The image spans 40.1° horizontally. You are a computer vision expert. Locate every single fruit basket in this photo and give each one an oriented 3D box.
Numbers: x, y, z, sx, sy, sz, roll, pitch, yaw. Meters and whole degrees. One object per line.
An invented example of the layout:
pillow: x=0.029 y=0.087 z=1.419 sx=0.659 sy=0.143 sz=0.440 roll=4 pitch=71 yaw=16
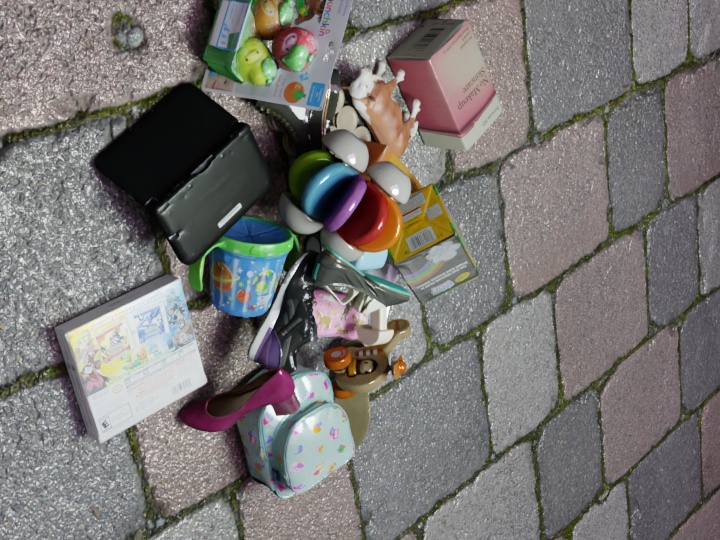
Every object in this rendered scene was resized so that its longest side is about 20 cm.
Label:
fruit basket: x=-0.124 y=-0.336 z=1.439 sx=0.094 sy=0.199 sz=0.187 roll=34 pitch=71 yaw=-64

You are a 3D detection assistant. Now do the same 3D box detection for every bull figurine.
bull figurine: x=0.040 y=-0.287 z=1.713 sx=0.122 sy=0.065 sz=0.201 roll=-55 pitch=138 yaw=-27

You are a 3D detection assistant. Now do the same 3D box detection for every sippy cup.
sippy cup: x=-0.178 y=-0.003 z=1.538 sx=0.176 sy=0.140 sz=0.131 roll=6 pitch=110 yaw=-11

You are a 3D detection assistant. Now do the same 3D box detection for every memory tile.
memory tile: x=-0.067 y=-0.237 z=1.659 sx=0.154 sy=0.017 sz=0.200 roll=-53 pitch=132 yaw=-21

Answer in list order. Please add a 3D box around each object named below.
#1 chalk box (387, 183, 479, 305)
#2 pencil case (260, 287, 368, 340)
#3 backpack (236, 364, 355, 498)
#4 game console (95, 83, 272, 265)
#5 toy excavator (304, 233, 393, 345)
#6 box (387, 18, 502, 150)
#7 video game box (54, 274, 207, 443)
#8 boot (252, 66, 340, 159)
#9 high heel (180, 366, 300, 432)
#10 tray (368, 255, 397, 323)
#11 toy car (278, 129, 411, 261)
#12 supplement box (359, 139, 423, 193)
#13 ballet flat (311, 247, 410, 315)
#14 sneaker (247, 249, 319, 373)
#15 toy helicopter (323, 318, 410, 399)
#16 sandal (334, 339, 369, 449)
chalk box: x=0.125 y=-0.035 z=1.752 sx=0.124 sy=0.124 sz=0.200 roll=-26 pitch=146 yaw=7
pencil case: x=-0.075 y=0.076 z=1.684 sx=0.199 sy=0.082 sz=0.087 roll=5 pitch=100 yaw=-46
backpack: x=-0.111 y=0.260 z=1.651 sx=0.175 sy=0.153 sz=0.201 roll=-29 pitch=112 yaw=-31
game console: x=-0.252 y=-0.142 z=1.447 sx=0.200 sy=0.116 sz=0.177 roll=-47 pitch=137 yaw=-25
toy excavator: x=0.000 y=0.000 z=1.663 sx=0.099 sy=0.200 sz=0.196 roll=-4 pitch=125 yaw=-44
box: x=0.156 y=-0.336 z=1.787 sx=0.128 sy=0.108 sz=0.201 roll=-48 pitch=129 yaw=-25
video game box: x=-0.336 y=0.128 z=1.466 sx=0.199 sy=0.047 sz=0.184 roll=-28 pitch=121 yaw=-37
boot: x=-0.118 y=-0.228 z=1.565 sx=0.137 sy=0.077 sz=0.202 roll=2 pitch=103 yaw=-29
high heel: x=-0.196 y=0.192 z=1.535 sx=0.068 sy=0.198 sz=0.097 roll=-95 pitch=170 yaw=-48
tray: x=0.029 y=0.023 z=1.804 sx=0.107 sy=0.022 sz=0.202 roll=10 pitch=93 yaw=-59
toy car: x=-0.020 y=-0.103 z=1.523 sx=0.199 sy=0.150 sz=0.175 roll=34 pitch=103 yaw=-21
supplement box: x=0.059 y=-0.149 z=1.759 sx=0.200 sy=0.068 sz=0.067 roll=43 pitch=71 yaw=-46
ballet flat: x=-0.005 y=0.027 z=1.566 sx=0.199 sy=0.068 sz=0.069 roll=28 pitch=95 yaw=-39
sneaker: x=-0.094 y=0.069 z=1.553 sx=0.201 sy=0.087 sz=0.076 roll=-64 pitch=169 yaw=3
toy helicopter: x=0.036 y=0.144 z=1.697 sx=0.200 sy=0.131 sz=0.079 roll=-45 pitch=131 yaw=-44
sandal: x=-0.018 y=0.226 z=1.788 sx=0.070 sy=0.077 sz=0.214 roll=-65 pitch=160 yaw=-85
